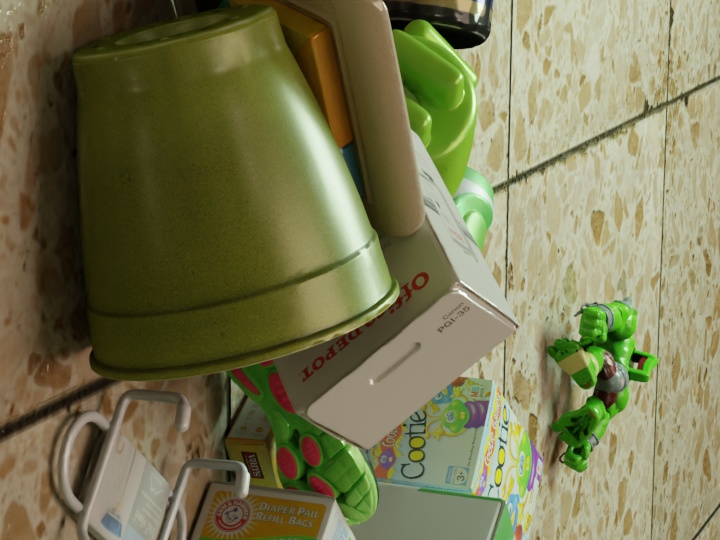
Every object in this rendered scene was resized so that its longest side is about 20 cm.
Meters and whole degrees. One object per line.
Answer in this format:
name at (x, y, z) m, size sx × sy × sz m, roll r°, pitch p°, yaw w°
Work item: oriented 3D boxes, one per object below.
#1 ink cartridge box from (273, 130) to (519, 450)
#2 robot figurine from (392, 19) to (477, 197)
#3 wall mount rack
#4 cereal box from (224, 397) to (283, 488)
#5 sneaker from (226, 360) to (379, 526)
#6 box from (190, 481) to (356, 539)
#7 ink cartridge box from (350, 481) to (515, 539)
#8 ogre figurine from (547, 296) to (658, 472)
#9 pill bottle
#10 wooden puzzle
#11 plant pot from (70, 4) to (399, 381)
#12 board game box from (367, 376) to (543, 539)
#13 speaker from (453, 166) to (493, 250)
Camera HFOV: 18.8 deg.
ink cartridge box at (0.000, 0.000, 1.489) m, size 0.083 × 0.146 × 0.200 m, roll 34°, pitch 23°, yaw -45°
robot figurine at (0.029, -0.105, 1.679) m, size 0.176 × 0.115 × 0.200 m, roll -55°, pitch 170°, yaw -18°
wall mount rack at (-0.135, 0.180, 1.415) m, size 0.200 × 0.074 × 0.175 m, roll 58°, pitch 42°, yaw -57°
cereal box at (-0.038, 0.116, 1.696) m, size 0.200 × 0.039 × 0.144 m, roll -63°, pitch 148°, yaw -45°
sneaker at (-0.035, 0.093, 1.574) m, size 0.084 × 0.076 × 0.201 m, roll -44°, pitch 113°, yaw -54°
box at (-0.076, 0.266, 1.548) m, size 0.113 × 0.101 × 0.201 m, roll 66°, pitch 35°, yaw -51°
ink cartridge box at (0.062, 0.276, 1.845) m, size 0.201 × 0.145 × 0.084 m, roll 73°, pitch 30°, yaw -44°
ogre figurine at (0.266, 0.115, 2.414) m, size 0.120 × 0.098 × 0.201 m, roll -35°, pitch 116°, yaw -49°
pill bottle at (0.061, -0.287, 1.765) m, size 0.112 × 0.111 × 0.201 m, roll 19°, pitch 77°, yaw -68°
wooden puzzle at (-0.050, -0.123, 1.417) m, size 0.037 × 0.200 × 0.186 m, roll -36°, pitch 133°, yaw -29°
plant pot at (-0.094, -0.057, 1.345) m, size 0.200 × 0.199 × 0.194 m, roll -38°, pitch 118°, yaw -62°
board game box at (0.086, 0.176, 1.945) m, size 0.200 × 0.102 × 0.105 m, roll 55°, pitch 45°, yaw -59°
speaker at (0.055, 0.007, 1.855) m, size 0.089 × 0.088 × 0.201 m, roll 65°, pitch 36°, yaw -52°
